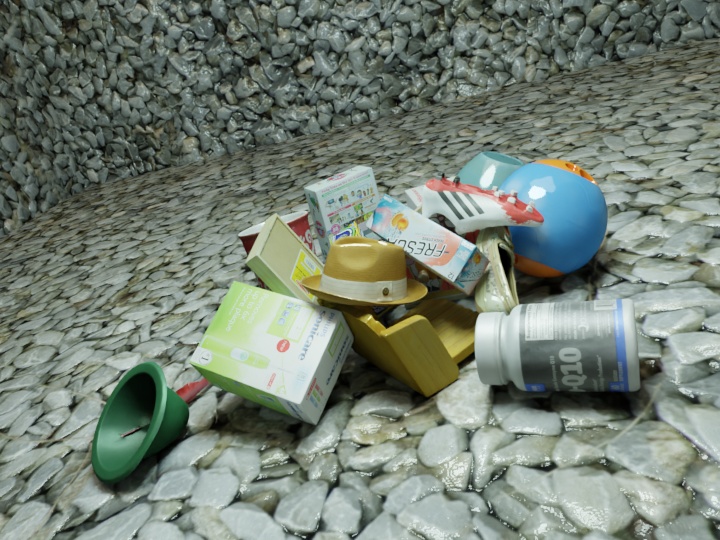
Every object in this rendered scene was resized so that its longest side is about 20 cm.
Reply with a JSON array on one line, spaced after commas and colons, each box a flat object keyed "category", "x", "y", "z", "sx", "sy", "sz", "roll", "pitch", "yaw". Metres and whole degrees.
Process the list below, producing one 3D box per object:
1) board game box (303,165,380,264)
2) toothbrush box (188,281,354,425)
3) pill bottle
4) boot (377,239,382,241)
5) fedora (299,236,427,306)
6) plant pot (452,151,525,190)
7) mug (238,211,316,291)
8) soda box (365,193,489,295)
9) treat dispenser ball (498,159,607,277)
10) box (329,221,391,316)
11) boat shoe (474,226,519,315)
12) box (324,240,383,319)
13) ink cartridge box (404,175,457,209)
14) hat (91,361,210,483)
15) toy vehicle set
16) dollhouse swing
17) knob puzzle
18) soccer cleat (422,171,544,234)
[{"category": "board game box", "x": -0.024, "y": -0.105, "z": 1.339, "sx": 0.145, "sy": 0.204, "sz": 0.064, "roll": -25, "pitch": 24, "yaw": -24}, {"category": "toothbrush box", "x": -0.129, "y": 0.119, "z": 0.918, "sx": 0.196, "sy": 0.087, "sz": 0.148, "roll": 15, "pitch": 63, "yaw": 23}, {"category": "pill bottle", "x": 0.255, "y": 0.100, "z": 0.804, "sx": 0.195, "sy": 0.116, "sz": 0.114, "roll": -5, "pitch": 24, "yaw": 24}, {"category": "boot", "x": 0.123, "y": -0.062, "z": 1.317, "sx": 0.197, "sy": 0.078, "sz": 0.168, "roll": -22, "pitch": 4, "yaw": 30}, {"category": "fedora", "x": 0.008, "y": -0.005, "z": 0.920, "sx": 0.195, "sy": 0.084, "sz": 0.201, "roll": 4, "pitch": 11, "yaw": -1}, {"category": "plant pot", "x": 0.276, "y": -0.167, "z": 1.276, "sx": 0.195, "sy": 0.138, "sz": 0.201, "roll": 11, "pitch": 23, "yaw": -5}, {"category": "mug", "x": -0.117, "y": 0.002, "z": 1.143, "sx": 0.131, "sy": 0.205, "sz": 0.176, "roll": -6, "pitch": 16, "yaw": 42}, {"category": "soda box", "x": 0.102, "y": -0.043, "z": 0.965, "sx": 0.199, "sy": 0.068, "sz": 0.064, "roll": 34, "pitch": 91, "yaw": 37}, {"category": "treat dispenser ball", "x": 0.327, "y": -0.091, "z": 1.077, "sx": 0.196, "sy": 0.205, "sz": 0.202, "roll": -13, "pitch": 22, "yaw": 5}, {"category": "box", "x": 0.000, "y": 0.000, "z": 1.120, "sx": 0.064, "sy": 0.070, "sz": 0.202, "roll": -34, "pitch": 35, "yaw": 10}, {"category": "boat shoe", "x": 0.222, "y": -0.004, "z": 0.969, "sx": 0.062, "sy": 0.073, "sz": 0.203, "roll": -23, "pitch": 41, "yaw": 34}, {"category": "box", "x": 0.002, "y": 0.009, "z": 1.205, "sx": 0.197, "sy": 0.041, "sz": 0.157, "roll": 10, "pitch": 56, "yaw": 46}, {"category": "ink cartridge box", "x": 0.216, "y": -0.162, "z": 1.466, "sx": 0.195, "sy": 0.085, "sz": 0.146, "roll": -16, "pitch": 23, "yaw": -2}, {"category": "hat", "x": -0.286, "y": 0.244, "z": 0.955, "sx": 0.164, "sy": 0.175, "sz": 0.204, "roll": 12, "pitch": 72, "yaw": 44}, {"category": "toy vehicle set", "x": -0.096, "y": 0.015, "z": 1.015, "sx": 0.026, "sy": 0.200, "sz": 0.125, "roll": -30, "pitch": 24, "yaw": 27}, {"category": "dollhouse swing", "x": 0.077, "y": 0.065, "z": 0.948, "sx": 0.176, "sy": 0.183, "sz": 0.199, "roll": -44, "pitch": 30, "yaw": -15}, {"category": "knob puzzle", "x": 0.142, "y": -0.030, "z": 1.063, "sx": 0.214, "sy": 0.224, "sz": 0.031, "roll": -11, "pitch": 28, "yaw": 9}, {"category": "soccer cleat", "x": 0.190, "y": -0.092, "z": 0.980, "sx": 0.196, "sy": 0.087, "sz": 0.069, "roll": 18, "pitch": 23, "yaw": 12}]
